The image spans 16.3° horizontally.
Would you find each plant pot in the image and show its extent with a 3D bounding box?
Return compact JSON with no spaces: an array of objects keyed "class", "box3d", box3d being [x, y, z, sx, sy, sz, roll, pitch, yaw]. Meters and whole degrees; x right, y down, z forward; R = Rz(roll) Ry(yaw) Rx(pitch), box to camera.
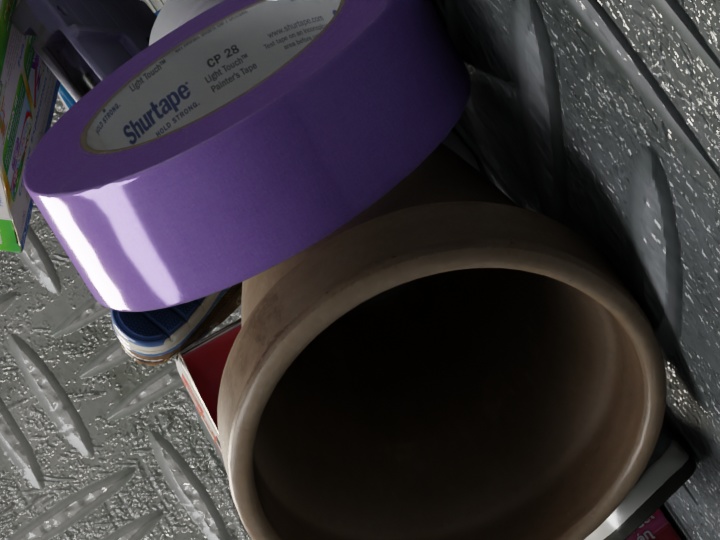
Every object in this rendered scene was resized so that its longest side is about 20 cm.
[{"class":"plant pot","box3d":[0.017,0.024,1.148,0.201,0.199,0.175,62,-178,-39]}]

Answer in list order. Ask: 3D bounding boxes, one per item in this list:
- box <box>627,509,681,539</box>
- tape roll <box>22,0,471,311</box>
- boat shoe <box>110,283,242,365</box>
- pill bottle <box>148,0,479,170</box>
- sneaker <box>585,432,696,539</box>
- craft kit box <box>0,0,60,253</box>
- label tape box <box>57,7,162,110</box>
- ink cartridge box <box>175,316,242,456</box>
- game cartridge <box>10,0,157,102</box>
[{"class":"box","box3d":[0.076,0.185,1.389,0.096,0.199,0.100,54,173,8]},{"class":"tape roll","box3d":[-0.051,-0.066,1.132,0.066,0.199,0.200,59,173,-20]},{"class":"boat shoe","box3d":[-0.086,-0.020,1.617,0.072,0.200,0.072,42,163,14]},{"class":"pill bottle","box3d":[-0.030,-0.074,1.311,0.200,0.115,0.116,51,171,43]},{"class":"sneaker","box3d":[0.096,0.069,1.242,0.121,0.084,0.200,48,175,-4]},{"class":"craft kit box","box3d":[-0.209,-0.143,1.474,0.198,0.048,0.201,97,-179,-64]},{"class":"label tape box","box3d":[-0.097,-0.080,1.660,0.063,0.144,0.201,50,170,47]},{"class":"ink cartridge box","box3d":[-0.035,0.124,1.570,0.201,0.084,0.176,61,175,2]},{"class":"game cartridge","box3d":[-0.099,-0.078,1.413,0.200,0.038,0.129,50,-156,14]}]
